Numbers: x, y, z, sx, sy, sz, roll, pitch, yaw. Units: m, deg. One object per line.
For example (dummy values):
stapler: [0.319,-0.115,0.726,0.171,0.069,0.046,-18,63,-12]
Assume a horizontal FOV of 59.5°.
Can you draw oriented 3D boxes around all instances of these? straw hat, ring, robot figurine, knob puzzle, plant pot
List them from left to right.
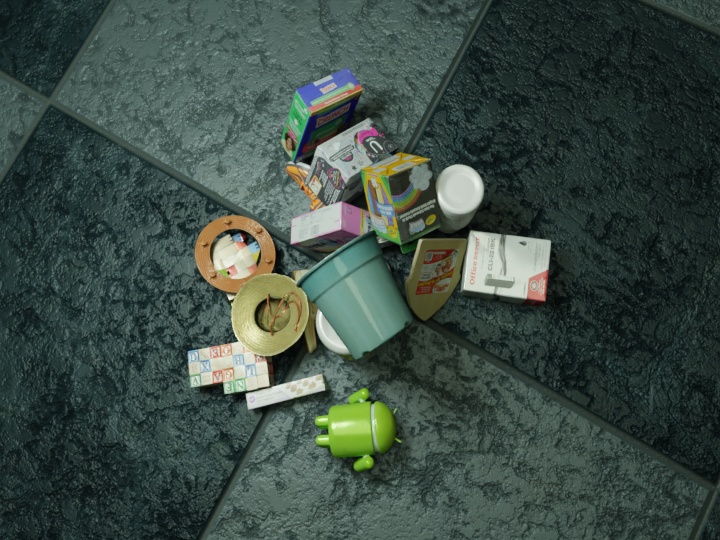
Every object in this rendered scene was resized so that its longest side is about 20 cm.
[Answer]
ring: [-0.305,-0.044,1.542,0.194,0.019,0.206,6,67,-14]
straw hat: [-0.204,0.108,1.518,0.195,0.085,0.208,-2,83,14]
robot figurine: [-0.005,0.367,1.455,0.193,0.116,0.181,-7,66,4]
plant pot: [0.000,0.059,1.280,0.197,0.200,0.199,-32,84,-1]
knob puzzle: [0.167,0.019,1.490,0.030,0.219,0.222,28,81,41]

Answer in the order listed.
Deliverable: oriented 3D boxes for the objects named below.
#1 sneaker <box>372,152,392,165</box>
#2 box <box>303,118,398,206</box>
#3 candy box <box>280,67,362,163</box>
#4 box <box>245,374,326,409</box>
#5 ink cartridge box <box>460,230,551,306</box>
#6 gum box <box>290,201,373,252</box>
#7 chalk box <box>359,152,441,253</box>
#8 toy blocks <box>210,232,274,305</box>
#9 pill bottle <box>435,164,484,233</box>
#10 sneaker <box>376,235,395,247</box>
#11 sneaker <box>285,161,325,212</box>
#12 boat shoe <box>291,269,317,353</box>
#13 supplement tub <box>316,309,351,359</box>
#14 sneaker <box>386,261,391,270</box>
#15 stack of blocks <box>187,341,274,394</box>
sneaker: [0.059,-0.189,1.525,0.081,0.202,0.073,-38,48,-15]
box: [-0.020,-0.256,1.531,0.115,0.133,0.199,43,50,11]
candy box: [-0.098,-0.377,1.544,0.167,0.201,0.078,-32,76,-29]
box: [-0.178,0.294,1.527,0.194,0.041,0.040,-15,77,2]
ink cartridge box: [0.345,-0.005,1.509,0.194,0.084,0.149,7,80,8]
gum box: [-0.071,-0.098,1.509,0.197,0.112,0.068,-12,71,45]
chalk box: [0.095,-0.143,1.419,0.122,0.123,0.205,-23,116,-23]
toy blocks: [-0.300,-0.017,1.584,0.134,0.100,0.203,-28,77,-12]
pill bottle: [0.221,-0.160,1.489,0.110,0.200,0.118,0,77,0]
sneaker: [0.015,-0.074,1.542,0.196,0.116,0.075,-28,79,1]
sneaker: [-0.123,-0.191,1.599,0.196,0.078,0.114,29,82,11]
boat shoe: [-0.123,0.097,1.545,0.063,0.071,0.207,-6,82,-18]
supplement tub: [-0.021,0.129,1.461,0.140,0.200,0.150,-1,78,6]
sneaker: [0.000,0.000,1.510,0.196,0.110,0.070,26,123,-22]
stack of blocks: [-0.316,0.242,1.542,0.194,0.059,0.119,-10,78,4]
